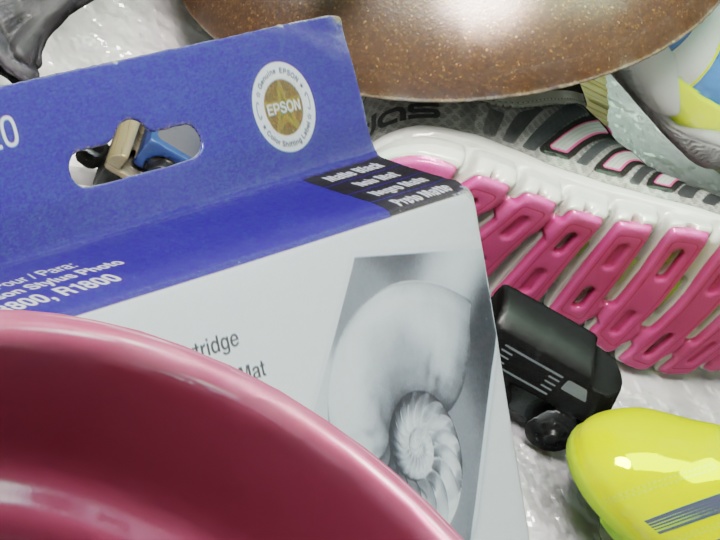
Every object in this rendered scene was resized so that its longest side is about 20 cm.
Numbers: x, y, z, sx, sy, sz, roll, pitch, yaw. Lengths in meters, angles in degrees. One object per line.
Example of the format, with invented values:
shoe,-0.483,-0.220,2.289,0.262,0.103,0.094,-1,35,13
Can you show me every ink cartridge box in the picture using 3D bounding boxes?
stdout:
ink cartridge box,-0.033,0.040,0.666,0.199,0.041,0.200,-20,101,-49

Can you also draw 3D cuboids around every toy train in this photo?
toy train,0.000,0.000,0.817,0.200,0.046,0.034,28,38,-15

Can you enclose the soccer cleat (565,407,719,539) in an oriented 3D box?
soccer cleat,0.161,0.082,0.838,0.200,0.084,0.065,24,38,-20

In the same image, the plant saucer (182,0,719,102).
plant saucer,0.033,-0.128,0.878,0.200,0.037,0.201,-3,37,2

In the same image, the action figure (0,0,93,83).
action figure,-0.053,-0.139,0.804,0.102,0.200,0.119,48,-8,-36

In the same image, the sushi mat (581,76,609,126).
sushi mat,0.010,-0.100,0.956,0.200,0.012,0.096,25,39,-18

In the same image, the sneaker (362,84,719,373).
sneaker,0.079,-0.027,0.890,0.200,0.074,0.088,17,42,-26

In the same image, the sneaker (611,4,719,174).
sneaker,0.160,-0.080,0.939,0.200,0.105,0.076,37,14,-51

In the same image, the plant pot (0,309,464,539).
plant pot,-0.077,0.138,0.496,0.200,0.179,0.200,24,39,-21
